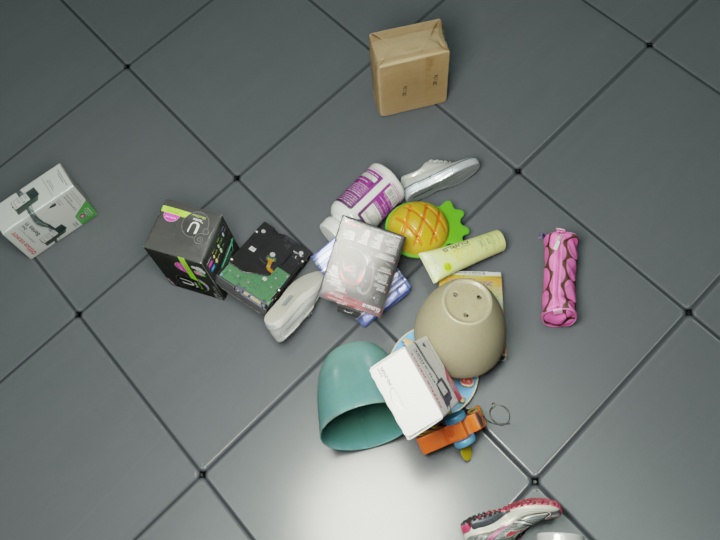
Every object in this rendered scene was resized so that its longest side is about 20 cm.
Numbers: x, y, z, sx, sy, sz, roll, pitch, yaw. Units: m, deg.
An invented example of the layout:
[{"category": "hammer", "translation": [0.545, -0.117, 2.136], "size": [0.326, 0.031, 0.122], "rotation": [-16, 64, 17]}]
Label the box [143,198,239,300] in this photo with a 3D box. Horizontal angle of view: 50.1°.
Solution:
[{"category": "box", "translation": [-0.369, -0.043, 1.728], "size": [0.145, 0.201, 0.127], "rotation": [15, 68, 13]}]

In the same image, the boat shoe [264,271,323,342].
[{"category": "boat shoe", "translation": [-0.136, 0.080, 1.716], "size": [0.071, 0.070, 0.201], "rotation": [4, 38, 31]}]

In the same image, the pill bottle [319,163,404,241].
[{"category": "pill bottle", "translation": [0.001, -0.142, 1.779], "size": [0.112, 0.113, 0.200], "rotation": [40, 75, 21]}]

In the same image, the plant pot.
[{"category": "plant pot", "translation": [0.000, 0.245, 1.565], "size": [0.196, 0.202, 0.164], "rotation": [-14, 55, 0]}]

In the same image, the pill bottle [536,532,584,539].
[{"category": "pill bottle", "translation": [0.368, 0.590, 1.403], "size": [0.117, 0.120, 0.205], "rotation": [1, 66, 7]}]

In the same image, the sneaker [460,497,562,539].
[{"category": "sneaker", "translation": [0.295, 0.491, 1.485], "size": [0.196, 0.081, 0.076], "rotation": [-20, 79, 6]}]

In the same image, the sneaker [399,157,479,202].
[{"category": "sneaker", "translation": [0.184, -0.232, 1.819], "size": [0.196, 0.073, 0.072], "rotation": [-22, 68, -3]}]

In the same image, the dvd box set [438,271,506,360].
[{"category": "dvd box set", "translation": [0.241, 0.095, 1.671], "size": [0.142, 0.030, 0.204], "rotation": [2, 59, 1]}]

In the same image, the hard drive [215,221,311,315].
[{"category": "hard drive", "translation": [-0.217, -0.007, 1.737], "size": [0.138, 0.038, 0.201], "rotation": [31, 49, 6]}]

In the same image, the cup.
[{"category": "cup", "translation": [0.210, 0.096, 1.570], "size": [0.195, 0.144, 0.204], "rotation": [0, 59, 0]}]

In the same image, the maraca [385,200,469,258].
[{"category": "maraca", "translation": [0.151, -0.096, 1.747], "size": [0.195, 0.107, 0.140], "rotation": [-9, 72, -14]}]

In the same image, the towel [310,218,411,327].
[{"category": "towel", "translation": [0.003, 0.006, 1.714], "size": [0.144, 0.024, 0.201], "rotation": [-37, 91, 0]}]

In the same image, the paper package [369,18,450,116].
[{"category": "paper package", "translation": [0.120, -0.489, 1.873], "size": [0.186, 0.201, 0.106], "rotation": [-13, 65, -1]}]

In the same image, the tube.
[{"category": "tube", "translation": [0.230, -0.036, 1.712], "size": [0.196, 0.053, 0.058], "rotation": [-20, 26, -18]}]

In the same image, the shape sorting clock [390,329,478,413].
[{"category": "shape sorting clock", "translation": [0.154, 0.214, 1.641], "size": [0.195, 0.039, 0.205], "rotation": [-3, 66, 6]}]

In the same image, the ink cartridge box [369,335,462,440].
[{"category": "ink cartridge box", "translation": [0.108, 0.216, 1.456], "size": [0.084, 0.200, 0.147], "rotation": [-33, 82, 15]}]

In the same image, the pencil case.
[{"category": "pencil case", "translation": [0.431, 0.015, 1.668], "size": [0.088, 0.094, 0.205], "rotation": [3, 67, 7]}]

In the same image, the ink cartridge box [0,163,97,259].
[{"category": "ink cartridge box", "translation": [-0.758, -0.139, 1.848], "size": [0.198, 0.147, 0.083], "rotation": [-36, 68, -9]}]

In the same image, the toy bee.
[{"category": "toy bee", "translation": [0.215, 0.319, 1.567], "size": [0.195, 0.108, 0.134], "rotation": [-2, 96, 19]}]

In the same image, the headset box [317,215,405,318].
[{"category": "headset box", "translation": [0.000, 0.000, 1.662], "size": [0.145, 0.075, 0.204], "rotation": [17, 94, 1]}]
